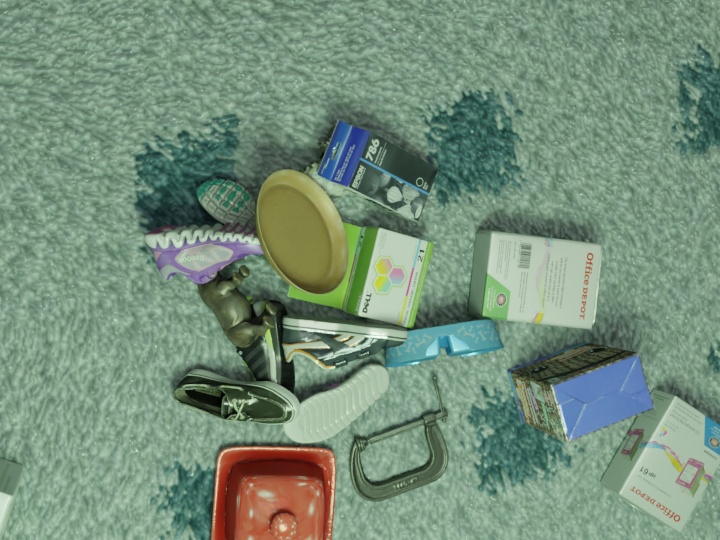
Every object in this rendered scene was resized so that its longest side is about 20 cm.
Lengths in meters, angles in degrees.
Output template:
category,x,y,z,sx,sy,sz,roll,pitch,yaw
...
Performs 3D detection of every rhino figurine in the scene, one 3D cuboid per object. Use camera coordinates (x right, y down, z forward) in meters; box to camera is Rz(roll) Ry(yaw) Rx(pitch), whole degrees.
category,x,y,z,sx,sy,sz,roll,pitch,yaw
rhino figurine,-0.212,0.032,1.574,0.087,0.060,0.200,-41,75,23

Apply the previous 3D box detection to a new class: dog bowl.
category,x,y,z,sx,sy,sz,roll,pitch,yaw
dog bowl,0.134,0.119,1.650,0.199,0.111,0.050,-9,80,-3

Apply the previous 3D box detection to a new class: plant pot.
category,x,y,z,sx,sy,sz,roll,pitch,yaw
plant pot,-0.093,-0.055,1.520,0.200,0.027,0.201,29,50,-42

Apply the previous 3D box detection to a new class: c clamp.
category,x,y,z,sx,sy,sz,roll,pitch,yaw
c clamp,0.066,0.292,1.689,0.200,0.027,0.171,-23,102,-12

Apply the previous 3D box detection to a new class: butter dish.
category,x,y,z,sx,sy,sz,roll,pitch,yaw
butter dish,-0.129,0.389,1.586,0.199,0.148,0.200,4,92,-12

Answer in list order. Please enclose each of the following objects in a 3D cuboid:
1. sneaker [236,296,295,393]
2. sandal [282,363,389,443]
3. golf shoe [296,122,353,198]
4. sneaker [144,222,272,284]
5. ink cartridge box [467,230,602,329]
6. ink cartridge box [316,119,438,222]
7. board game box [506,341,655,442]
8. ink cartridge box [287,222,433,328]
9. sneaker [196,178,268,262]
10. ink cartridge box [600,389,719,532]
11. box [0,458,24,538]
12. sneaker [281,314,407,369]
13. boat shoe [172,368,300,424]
category,x,y,z,sx,sy,sz,roll,pitch,yaw
sneaker,-0.158,0.141,1.626,0.083,0.072,0.201,-2,94,17
sandal,-0.042,0.219,1.653,0.202,0.050,0.083,-26,112,-23
golf shoe,-0.054,-0.142,1.624,0.097,0.078,0.200,41,85,-16
sneaker,-0.226,-0.024,1.521,0.199,0.080,0.089,-2,102,13
ink cartridge box,0.294,0.016,1.695,0.199,0.084,0.145,6,91,-12
ink cartridge box,0.031,-0.159,1.621,0.200,0.039,0.100,22,88,-34
board game box,0.358,0.196,1.655,0.159,0.200,0.097,-18,95,-11
ink cartridge box,0.000,0.000,1.618,0.200,0.076,0.148,14,88,-25
sneaker,-0.183,-0.066,1.598,0.200,0.091,0.078,36,54,11
ink cartridge box,0.536,0.333,1.757,0.144,0.085,0.200,32,86,-11
box,-0.617,0.357,1.455,0.199,0.199,0.172,17,88,-14
sneaker,-0.026,0.117,1.593,0.199,0.078,0.080,5,93,2
boat shoe,-0.196,0.209,1.572,0.199,0.064,0.071,10,112,13
